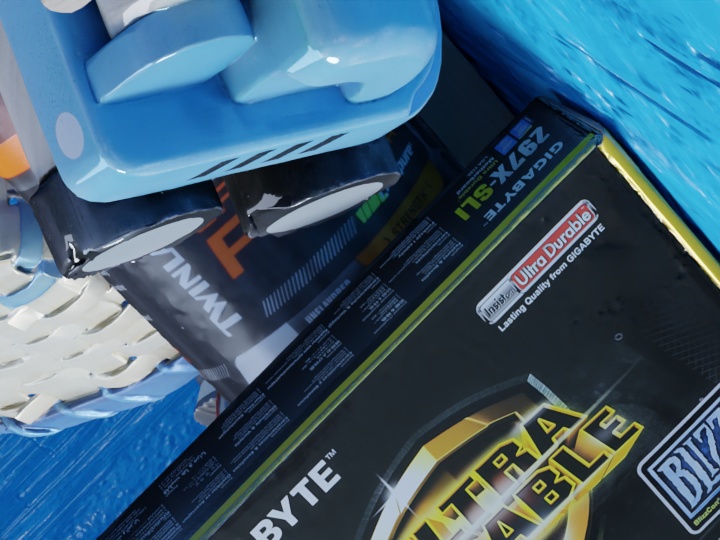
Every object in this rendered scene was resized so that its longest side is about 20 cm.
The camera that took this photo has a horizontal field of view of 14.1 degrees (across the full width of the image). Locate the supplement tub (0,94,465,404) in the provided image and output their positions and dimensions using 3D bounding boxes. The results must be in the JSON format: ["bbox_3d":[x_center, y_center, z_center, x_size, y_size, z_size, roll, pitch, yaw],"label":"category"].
[{"bbox_3d":[-0.051,-0.042,0.894,0.200,0.107,0.107,45,176,-14],"label":"supplement tub"}]

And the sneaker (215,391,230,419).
[{"bbox_3d":[0.010,0.088,0.951,0.078,0.115,0.201,25,-137,-41],"label":"sneaker"}]

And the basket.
[{"bbox_3d":[-0.092,-0.015,1.027,0.200,0.176,0.140,22,-122,-49],"label":"basket"}]

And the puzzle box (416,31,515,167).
[{"bbox_3d":[-0.004,-0.083,0.965,0.200,0.025,0.133,48,175,-33],"label":"puzzle box"}]

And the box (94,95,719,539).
[{"bbox_3d":[0.038,0.074,0.862,0.160,0.200,0.049,47,177,-29],"label":"box"}]

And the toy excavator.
[{"bbox_3d":[-0.036,-0.076,0.716,0.200,0.194,0.100,-32,76,49],"label":"toy excavator"}]

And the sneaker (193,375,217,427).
[{"bbox_3d":[0.000,0.000,1.143,0.070,0.082,0.200,20,149,-37],"label":"sneaker"}]
